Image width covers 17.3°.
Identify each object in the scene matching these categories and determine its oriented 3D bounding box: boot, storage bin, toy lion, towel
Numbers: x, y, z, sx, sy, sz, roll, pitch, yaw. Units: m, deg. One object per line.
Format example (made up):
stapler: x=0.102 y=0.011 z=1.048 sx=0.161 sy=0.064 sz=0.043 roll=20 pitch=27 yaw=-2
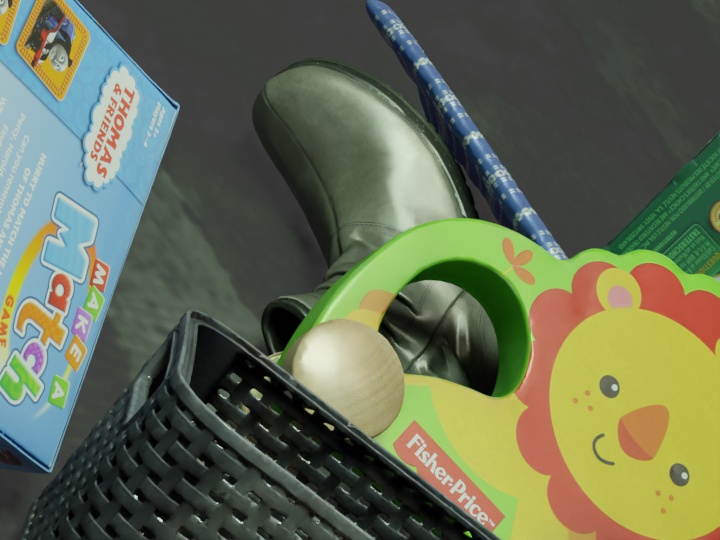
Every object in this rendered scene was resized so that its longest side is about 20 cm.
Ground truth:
boot: x=0.000 y=0.000 z=0.996 sx=0.200 sy=0.068 sz=0.131 roll=52 pitch=36 yaw=9
storage bin: x=-0.009 y=0.117 z=0.781 sx=0.200 sy=0.094 sz=0.135 roll=39 pitch=7 yaw=-8
toy lion: x=0.078 y=0.058 z=0.932 sx=0.200 sy=0.069 sz=0.192 roll=46 pitch=59 yaw=-5
towel: x=0.069 y=-0.021 z=1.078 sx=0.200 sy=0.024 sz=0.145 roll=57 pitch=3 yaw=23

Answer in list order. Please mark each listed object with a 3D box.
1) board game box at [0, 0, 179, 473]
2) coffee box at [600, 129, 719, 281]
board game box: x=-0.144 y=-0.043 z=0.778 sx=0.200 sy=0.036 sz=0.152 roll=47 pitch=53 yaw=-48
coffee box: x=0.205 y=0.042 z=1.125 sx=0.200 sy=0.123 sz=0.044 roll=47 pitch=29 yaw=9
